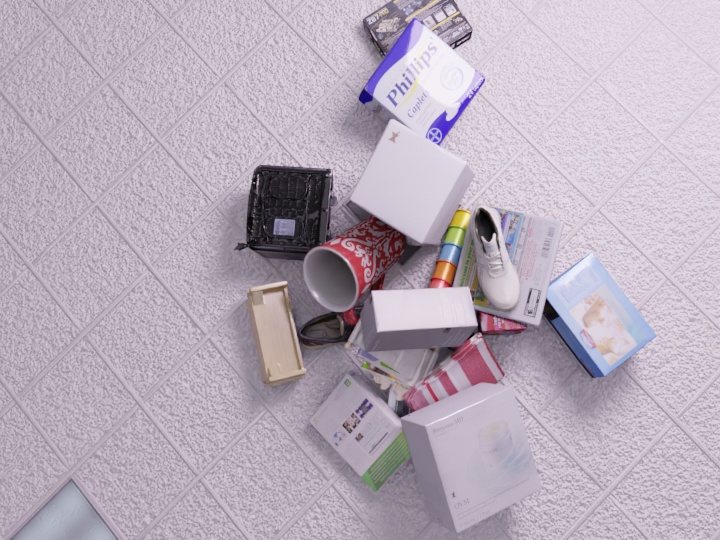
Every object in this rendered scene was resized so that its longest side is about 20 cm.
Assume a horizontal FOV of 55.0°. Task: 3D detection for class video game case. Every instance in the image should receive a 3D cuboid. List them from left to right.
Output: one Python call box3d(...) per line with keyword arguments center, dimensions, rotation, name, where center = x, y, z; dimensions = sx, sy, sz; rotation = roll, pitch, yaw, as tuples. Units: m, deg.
box3d(center=(0.280, -0.014, 1.334), dimensions=(0.178, 0.022, 0.205), rotation=(14, 87, 20), name="video game case")

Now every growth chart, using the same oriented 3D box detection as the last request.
box3d(center=(0.063, 0.157, 1.347), dimensions=(0.199, 0.018, 0.146), rotation=(38, 80, -14), name="growth chart")

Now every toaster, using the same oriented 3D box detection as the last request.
box3d(center=(-0.149, -0.116, 1.447), dimensions=(0.194, 0.119, 0.186), rotation=(3, 80, 5), name="toaster")

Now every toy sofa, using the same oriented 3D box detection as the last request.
box3d(center=(-0.176, 0.131, 1.434), dimensions=(0.081, 0.098, 0.205), rotation=(-10, 78, -18), name="toy sofa")

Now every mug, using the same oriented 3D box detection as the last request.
box3d(center=(-0.009, -0.007, 1.387), dimensions=(0.132, 0.181, 0.199), rotation=(28, 40, 21), name="mug")

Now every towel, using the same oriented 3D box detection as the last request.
box3d(center=(0.189, 0.231, 1.368), dimensions=(0.199, 0.145, 0.023), rotation=(-39, 37, -4), name="towel")

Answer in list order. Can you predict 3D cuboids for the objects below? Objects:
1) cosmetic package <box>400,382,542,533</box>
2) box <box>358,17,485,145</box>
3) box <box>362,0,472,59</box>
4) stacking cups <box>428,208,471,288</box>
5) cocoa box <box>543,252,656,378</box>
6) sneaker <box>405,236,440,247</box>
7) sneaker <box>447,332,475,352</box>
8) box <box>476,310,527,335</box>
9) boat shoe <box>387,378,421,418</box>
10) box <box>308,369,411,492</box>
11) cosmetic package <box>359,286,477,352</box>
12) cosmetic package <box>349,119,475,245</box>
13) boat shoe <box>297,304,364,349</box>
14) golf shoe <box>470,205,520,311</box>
box3d(center=(0.206, 0.342, 1.295), dimensions=(0.195, 0.123, 0.205), rotation=(-18, 90, -21), name="cosmetic package")
box3d(center=(0.126, -0.380, 1.449), dimensions=(0.198, 0.105, 0.186), rotation=(37, 89, -5), name="box")
box3d(center=(0.126, -0.537, 1.532), dimensions=(0.198, 0.049, 0.163), rotation=(-33, 82, -1), name="box")
box3d(center=(0.180, -0.027, 1.416), dimensions=(0.059, 0.061, 0.203), rotation=(23, 70, 7), name="stacking cups")
box3d(center=(0.453, 0.091, 1.361), dimensions=(0.132, 0.131, 0.202), rotation=(-35, 80, -2), name="cocoa box")
box3d(center=(0.116, -0.148, 1.456), dimensions=(0.097, 0.078, 0.206), rotation=(-6, 79, 7), name="sneaker")
box3d(center=(0.169, 0.105, 1.405), dimensions=(0.198, 0.084, 0.077), rotation=(36, 84, 9), name="sneaker")
box3d(center=(0.280, 0.025, 1.401), dimensions=(0.093, 0.100, 0.206), rotation=(-3, 80, 5), name="box")
box3d(center=(0.096, 0.215, 1.398), dimensions=(0.066, 0.072, 0.206), rotation=(8, 84, 6), name="boat shoe")
box3d(center=(0.008, 0.320, 1.379), dimensions=(0.200, 0.036, 0.145), rotation=(45, 112, 11), name="box")
box3d(center=(0.104, 0.091, 1.283), dimensions=(0.195, 0.107, 0.092), rotation=(-5, 65, -14), name="cosmetic package")
box3d(center=(0.106, -0.162, 1.324), dimensions=(0.165, 0.200, 0.169), rotation=(32, 99, 12), name="cosmetic package")
box3d(center=(-0.036, 0.115, 1.428), dimensions=(0.195, 0.065, 0.074), rotation=(-13, 78, 1), name="boat shoe")
box3d(center=(0.243, -0.024, 1.286), dimensions=(0.077, 0.097, 0.205), rotation=(-18, 78, 14), name="golf shoe")
